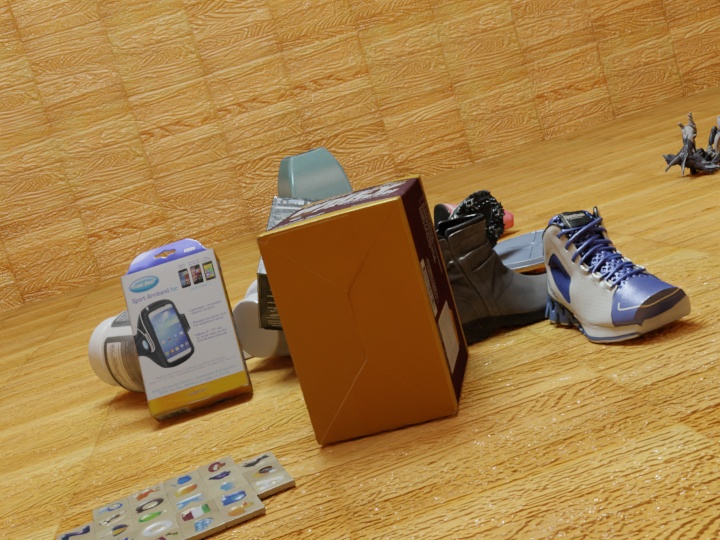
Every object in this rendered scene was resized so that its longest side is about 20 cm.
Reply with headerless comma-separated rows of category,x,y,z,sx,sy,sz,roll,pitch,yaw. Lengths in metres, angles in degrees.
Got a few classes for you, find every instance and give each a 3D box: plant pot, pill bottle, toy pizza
plant pot,-0.143,-0.251,2.991,0.195,0.202,0.196,-19,8,-16
pill bottle,-0.079,0.043,1.341,0.109,0.110,0.199,-10,11,37
toy pizza,0.239,-0.021,1.395,0.198,0.032,0.200,-16,10,3
pill bottle,-0.265,0.102,1.321,0.199,0.115,0.113,-7,13,46

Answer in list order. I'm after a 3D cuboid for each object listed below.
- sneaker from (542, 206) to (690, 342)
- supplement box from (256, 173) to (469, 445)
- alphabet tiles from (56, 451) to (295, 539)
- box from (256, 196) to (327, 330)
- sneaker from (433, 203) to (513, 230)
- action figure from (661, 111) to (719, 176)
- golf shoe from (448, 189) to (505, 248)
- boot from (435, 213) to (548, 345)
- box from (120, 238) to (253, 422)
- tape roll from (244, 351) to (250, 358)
sneaker,0.230,-0.001,1.008,0.080,0.116,0.199,-20,11,-15
supplement box,0.012,0.028,0.977,0.132,0.199,0.200,-15,8,12
alphabet tiles,-0.157,0.202,0.853,0.198,0.006,0.166,-20,9,-15
box,-0.017,-0.007,1.232,0.198,0.087,0.164,3,37,1
sneaker,0.198,-0.082,1.789,0.086,0.075,0.200,-6,7,-25
action figure,0.599,-0.225,1.750,0.199,0.103,0.118,-21,21,-33
golf shoe,0.120,-0.028,1.355,0.200,0.078,0.094,-53,16,-31
boot,0.149,-0.003,1.123,0.198,0.133,0.070,-20,9,-19
box,-0.208,0.065,1.199,0.118,0.202,0.042,-17,-23,-2
tape roll,-0.187,0.096,1.464,0.201,0.037,0.203,-17,9,3
